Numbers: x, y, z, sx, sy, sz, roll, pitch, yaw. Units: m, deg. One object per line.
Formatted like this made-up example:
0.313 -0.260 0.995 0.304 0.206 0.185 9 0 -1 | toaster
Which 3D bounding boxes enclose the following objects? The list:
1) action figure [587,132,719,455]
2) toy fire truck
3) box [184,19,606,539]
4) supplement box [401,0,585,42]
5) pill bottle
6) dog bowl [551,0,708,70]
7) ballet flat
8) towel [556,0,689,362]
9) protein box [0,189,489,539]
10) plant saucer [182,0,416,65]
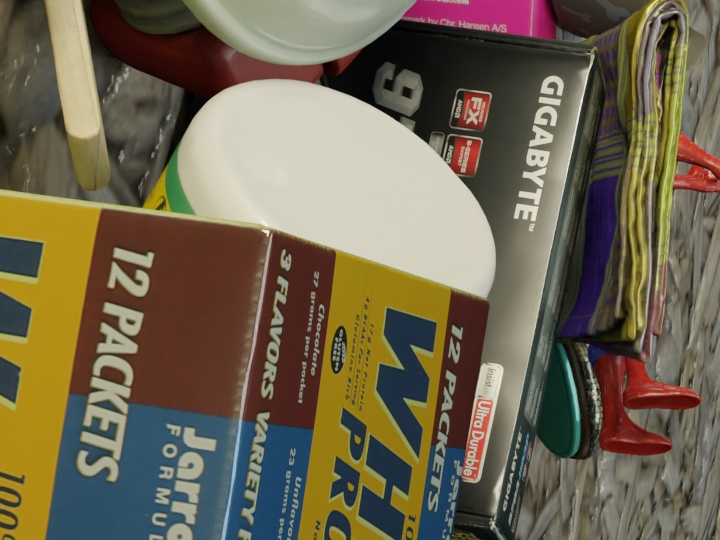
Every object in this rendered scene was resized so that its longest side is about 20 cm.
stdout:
0.147 -0.014 1.218 0.065 0.099 0.200 114 -26 -54 | action figure
-0.064 -0.107 0.911 0.200 0.129 0.176 -51 144 -21 | toy fire truck
0.000 0.000 1.039 0.046 0.159 0.200 60 41 -67 | box
0.050 -0.181 1.207 0.101 0.103 0.200 -39 135 -65 | supplement box
-0.047 0.043 0.900 0.200 0.113 0.113 -57 177 32 | pill bottle
0.130 -0.192 1.195 0.200 0.059 0.200 6 90 -73 | dog bowl
0.077 -0.010 1.252 0.075 0.200 0.068 -28 171 -29 | ballet flat
0.104 -0.037 1.108 0.200 0.023 0.144 -177 -89 -84 | towel
-0.093 0.052 0.719 0.199 0.200 0.135 18 80 -71 | protein box
0.002 -0.164 0.855 0.200 0.050 0.200 -19 113 -53 | plant saucer
